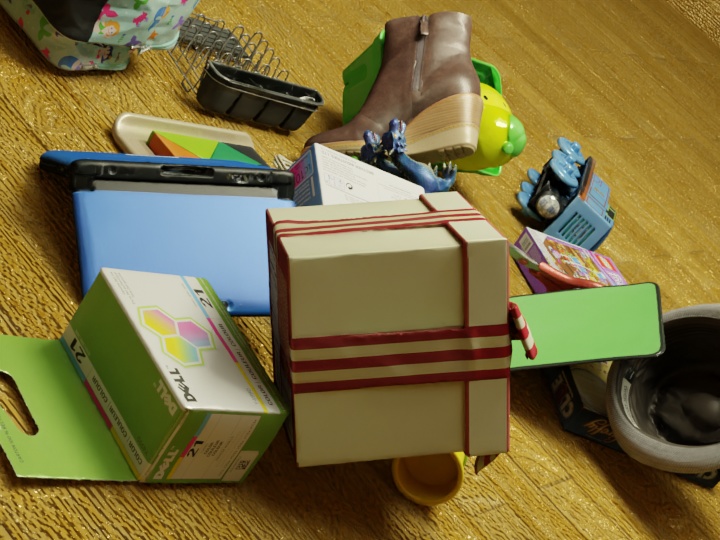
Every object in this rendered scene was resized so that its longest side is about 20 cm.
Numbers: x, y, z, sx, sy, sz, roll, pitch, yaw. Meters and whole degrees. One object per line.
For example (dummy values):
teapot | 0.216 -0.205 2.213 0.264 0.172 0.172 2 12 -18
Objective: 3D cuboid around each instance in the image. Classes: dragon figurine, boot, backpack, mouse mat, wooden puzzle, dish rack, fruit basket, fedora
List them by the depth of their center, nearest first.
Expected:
wooden puzzle | -0.119 -0.075 1.453 0.184 0.037 0.201 5 39 -48
fedora | 0.331 0.125 1.463 0.198 0.179 0.090 4 -28 40
mouse mat | 0.195 0.055 1.505 0.197 0.008 0.161 -7 23 12
backpack | -0.254 -0.289 1.521 0.178 0.151 0.199 47 34 19
dragon figurine | 0.052 -0.054 1.557 0.099 0.203 0.058 -13 10 -38
boot | 0.031 -0.186 1.641 0.073 0.197 0.169 67 18 -63
dish rack | -0.145 -0.232 1.676 0.152 0.055 0.201 11 34 -43
fruit basket | 0.101 -0.179 1.726 0.214 0.214 0.158 11 73 -42

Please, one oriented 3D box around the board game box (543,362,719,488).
board game box | 0.277 0.135 1.577 0.198 0.035 0.136 23 32 -25

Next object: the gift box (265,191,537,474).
gift box | 0.028 0.051 1.179 0.184 0.203 0.185 -5 20 -8

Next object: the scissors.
scissors | 0.175 -0.002 1.596 0.198 0.073 0.014 27 67 -8

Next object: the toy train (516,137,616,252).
toy train | 0.260 -0.089 1.912 0.114 0.087 0.200 43 22 -4

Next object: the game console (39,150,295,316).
game console | -0.159 -0.033 1.299 0.198 0.120 0.170 2 7 -27

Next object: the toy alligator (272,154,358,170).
toy alligator | -0.002 -0.091 1.576 0.199 0.054 0.060 25 31 -42

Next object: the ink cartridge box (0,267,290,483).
ink cartridge box | -0.169 0.072 1.082 0.199 0.076 0.148 9 36 -47

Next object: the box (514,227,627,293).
box | 0.261 0.042 1.727 0.136 0.039 0.201 18 30 -31

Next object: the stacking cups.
stacking cups | 0.075 0.129 1.318 0.060 0.061 0.200 35 23 0

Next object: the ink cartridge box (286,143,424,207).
ink cartridge box | 0.000 0.000 1.388 0.135 0.076 0.202 20 43 -32
